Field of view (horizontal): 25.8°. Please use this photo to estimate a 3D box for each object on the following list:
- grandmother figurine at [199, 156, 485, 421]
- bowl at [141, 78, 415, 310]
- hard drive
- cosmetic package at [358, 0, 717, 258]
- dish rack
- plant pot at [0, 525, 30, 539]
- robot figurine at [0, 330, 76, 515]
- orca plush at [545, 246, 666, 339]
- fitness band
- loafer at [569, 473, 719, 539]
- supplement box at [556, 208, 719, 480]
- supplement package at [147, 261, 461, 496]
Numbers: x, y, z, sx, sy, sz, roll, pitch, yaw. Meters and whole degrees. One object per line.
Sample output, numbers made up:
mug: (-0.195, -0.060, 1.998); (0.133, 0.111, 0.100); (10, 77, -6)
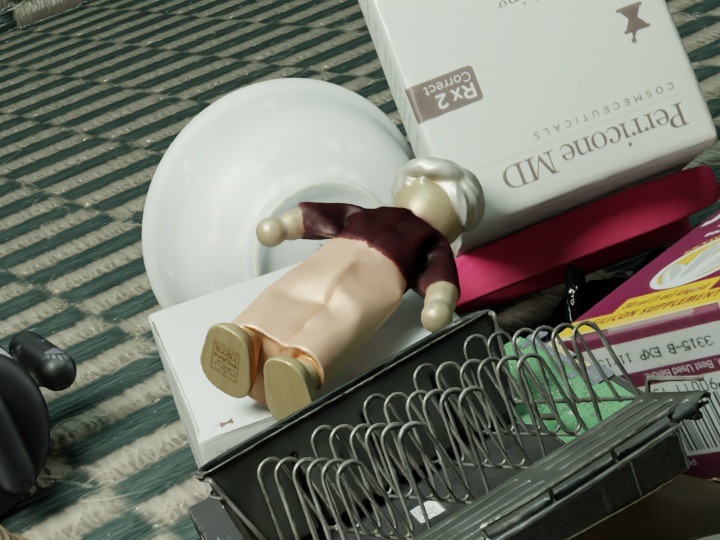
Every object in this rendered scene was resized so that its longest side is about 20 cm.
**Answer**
grandmother figurine: (0.000, 0.000, 0.820); (0.121, 0.061, 0.200); (34, 47, 16)
bowl: (-0.035, -0.019, 1.015); (0.201, 0.201, 0.090); (-21, 20, -14)
hard drive: (0.031, 0.101, 0.718); (0.200, 0.038, 0.140); (-28, 21, -12)
cosmetic package: (0.100, -0.132, 0.980); (0.165, 0.200, 0.165); (-21, -6, 1)
dish rack: (0.034, 0.067, 0.617); (0.153, 0.055, 0.200); (-30, 6, -21)
plant pot: (-0.263, 0.177, 0.837); (0.200, 0.093, 0.201); (-13, 22, 5)
robot figurine: (-0.273, 0.095, 1.013); (0.150, 0.125, 0.200); (14, 5, -31)
orca plush: (0.151, 0.025, 0.958); (0.105, 0.071, 0.200); (-2, 25, 32)
fitness band: (0.139, -0.019, 1.019); (0.200, 0.037, 0.144); (-24, -9, 32)
loafer: (0.116, 0.120, 0.741); (0.200, 0.071, 0.073); (-9, 22, 16)
supplement box: (0.222, 0.024, 0.826); (0.200, 0.103, 0.131); (-33, 9, -39)
supplement package: (-0.020, 0.079, 0.888); (0.156, 0.111, 0.200); (-19, 22, -9)
